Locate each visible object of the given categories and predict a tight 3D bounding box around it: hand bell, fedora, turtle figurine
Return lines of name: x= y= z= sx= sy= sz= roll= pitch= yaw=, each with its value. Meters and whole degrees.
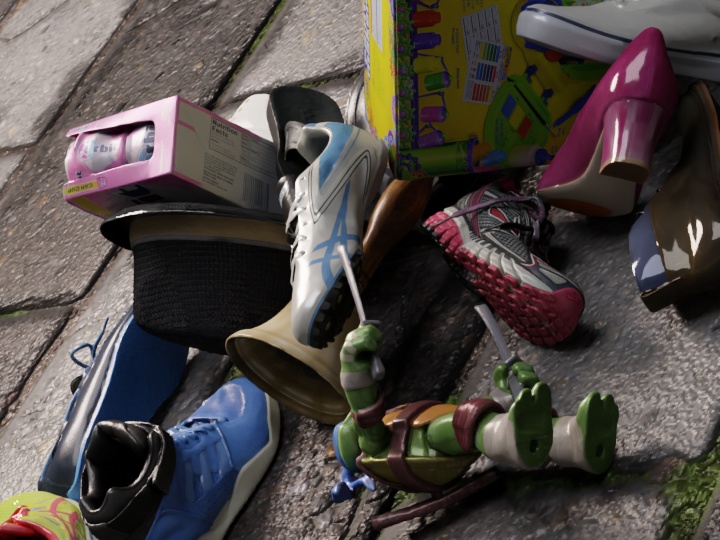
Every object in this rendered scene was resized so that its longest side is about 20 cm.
hand bell: x=0.000 y=0.000 z=1.760 sx=0.104 sy=0.104 sz=0.200 roll=4 pitch=55 yaw=51
fedora: x=-0.101 y=0.012 z=1.849 sx=0.200 sy=0.200 sz=0.092 roll=-6 pitch=73 yaw=44
turtle figurine: x=0.064 y=0.065 z=1.573 sx=0.194 sy=0.144 sz=0.200 roll=5 pitch=54 yaw=44

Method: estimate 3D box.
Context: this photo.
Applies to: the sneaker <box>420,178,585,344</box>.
sneaker: x=0.106 y=-0.015 z=1.707 sx=0.075 sy=0.081 sz=0.200 roll=-37 pitch=28 yaw=-3

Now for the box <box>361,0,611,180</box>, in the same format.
box: x=0.104 y=-0.186 z=1.763 sx=0.192 sy=0.201 sz=0.122 roll=-6 pitch=27 yaw=-9

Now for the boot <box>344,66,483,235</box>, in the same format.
boot: x=0.048 y=-0.098 z=1.923 sx=0.131 sy=0.070 sz=0.200 roll=-8 pitch=51 yaw=38

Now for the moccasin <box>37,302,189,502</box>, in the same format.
moccasin: x=-0.197 y=0.093 z=1.894 sx=0.068 sy=0.081 sz=0.200 roll=-11 pitch=37 yaw=40

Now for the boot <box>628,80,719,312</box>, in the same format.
boot: x=0.214 y=-0.052 z=1.645 sx=0.097 sy=0.075 sz=0.200 roll=-28 pitch=32 yaw=12

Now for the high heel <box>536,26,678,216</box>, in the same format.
high heel: x=0.168 y=-0.097 z=1.686 sx=0.200 sy=0.067 sz=0.096 roll=113 pitch=169 yaw=-78

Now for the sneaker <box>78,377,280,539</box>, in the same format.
sneaker: x=-0.131 y=0.126 z=1.737 sx=0.077 sy=0.111 sz=0.200 roll=-11 pitch=38 yaw=40

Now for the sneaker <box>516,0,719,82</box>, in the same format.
sneaker: x=0.202 y=-0.172 z=1.694 sx=0.073 sy=0.199 sz=0.071 roll=-154 pitch=72 yaw=-67

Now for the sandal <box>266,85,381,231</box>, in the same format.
sandal: x=-0.030 y=-0.096 z=1.866 sx=0.201 sy=0.075 sz=0.048 roll=-116 pitch=35 yaw=-53

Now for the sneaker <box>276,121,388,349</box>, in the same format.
sneaker: x=-0.028 y=-0.024 z=1.694 sx=0.072 sy=0.072 sz=0.200 roll=11 pitch=45 yaw=0

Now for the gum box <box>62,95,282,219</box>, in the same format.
gum box: x=-0.126 y=-0.065 z=1.912 sx=0.113 sy=0.200 sz=0.066 roll=-13 pitch=65 yaw=37

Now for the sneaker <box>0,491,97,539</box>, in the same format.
sneaker: x=-0.232 y=0.197 z=1.756 sx=0.078 sy=0.090 sz=0.200 roll=-59 pitch=29 yaw=-2

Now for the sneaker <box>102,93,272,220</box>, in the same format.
sneaker: x=-0.119 y=-0.086 z=2.086 sx=0.200 sy=0.074 sz=0.116 roll=-10 pitch=35 yaw=27
